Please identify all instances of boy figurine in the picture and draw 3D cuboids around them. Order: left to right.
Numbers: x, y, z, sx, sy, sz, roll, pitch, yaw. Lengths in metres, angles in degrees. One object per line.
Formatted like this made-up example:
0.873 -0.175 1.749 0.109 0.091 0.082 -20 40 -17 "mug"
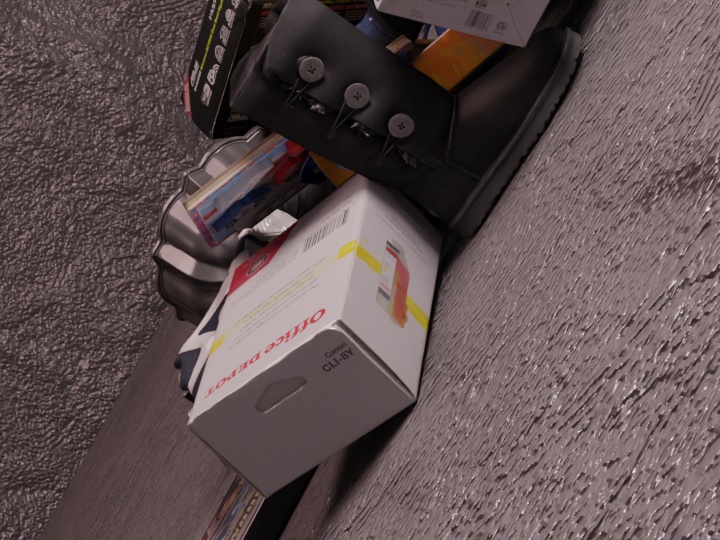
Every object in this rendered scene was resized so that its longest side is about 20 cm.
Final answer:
-0.001 -0.158 1.517 0.124 0.064 0.200 -35 -7 -35 "boy figurine"

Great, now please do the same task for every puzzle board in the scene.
-0.039 -0.089 1.467 0.200 0.017 0.151 -37 -10 -4 "puzzle board"

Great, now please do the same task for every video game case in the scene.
-0.094 0.204 1.541 0.200 0.025 0.181 -62 8 -9 "video game case"

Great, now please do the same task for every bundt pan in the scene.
-0.078 -0.019 1.726 0.076 0.202 0.202 38 100 43 "bundt pan"

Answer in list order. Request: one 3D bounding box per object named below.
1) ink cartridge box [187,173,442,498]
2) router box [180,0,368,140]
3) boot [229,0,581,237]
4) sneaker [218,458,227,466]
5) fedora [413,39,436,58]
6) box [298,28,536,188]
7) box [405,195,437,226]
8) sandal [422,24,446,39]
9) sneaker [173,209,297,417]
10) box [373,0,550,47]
-0.028 0.041 1.366 0.145 0.083 0.200 -36 21 27 "ink cartridge box"
-0.046 -0.199 1.727 0.062 0.199 0.150 53 137 34 "router box"
0.030 -0.139 1.363 0.165 0.200 0.066 -59 9 8 "boot"
-0.074 0.071 1.695 0.200 0.075 0.082 -61 10 1 "sneaker"
0.013 -0.130 1.662 0.201 0.200 0.082 141 121 -67 "fedora"
0.043 -0.120 1.465 0.200 0.042 0.119 -42 -9 11 "box"
0.000 0.000 1.591 0.200 0.048 0.158 -63 9 -18 "box"
0.099 -0.220 1.687 0.200 0.079 0.087 120 174 -78 "sandal"
-0.096 0.045 1.563 0.130 0.079 0.200 -45 27 31 "sneaker"
0.054 -0.245 1.363 0.200 0.116 0.060 -104 33 -48 "box"
